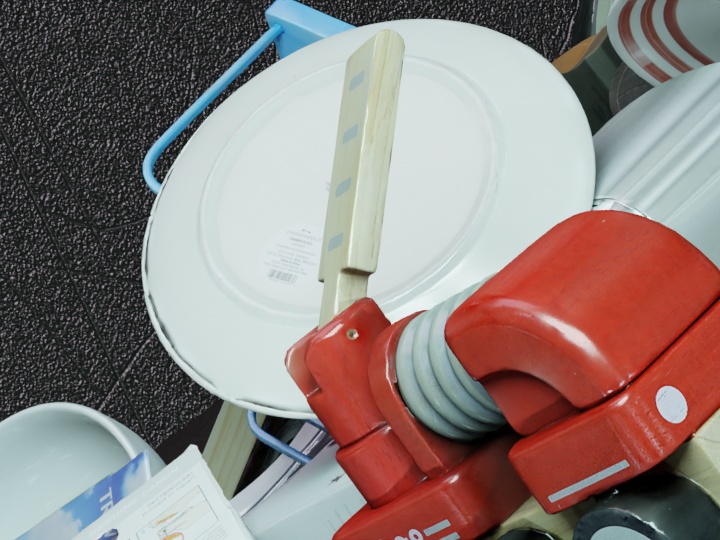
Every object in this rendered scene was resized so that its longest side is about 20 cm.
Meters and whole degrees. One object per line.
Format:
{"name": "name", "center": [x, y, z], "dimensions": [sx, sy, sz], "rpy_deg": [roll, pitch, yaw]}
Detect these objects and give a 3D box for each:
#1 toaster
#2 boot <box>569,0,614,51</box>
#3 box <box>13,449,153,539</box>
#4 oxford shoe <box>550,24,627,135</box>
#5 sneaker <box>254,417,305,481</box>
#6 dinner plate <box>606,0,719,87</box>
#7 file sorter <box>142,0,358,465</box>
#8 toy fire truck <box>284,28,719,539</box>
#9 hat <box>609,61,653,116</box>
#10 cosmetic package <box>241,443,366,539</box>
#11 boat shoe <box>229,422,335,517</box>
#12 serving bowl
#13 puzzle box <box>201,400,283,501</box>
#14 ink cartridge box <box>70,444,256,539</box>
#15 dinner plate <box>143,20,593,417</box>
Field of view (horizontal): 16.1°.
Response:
{"name": "toaster", "center": [0.140, -0.011, 1.094], "dimensions": [0.129, 0.114, 0.200], "rpy_deg": [-42, 9, -25]}
{"name": "boot", "center": [0.197, -0.066, 1.480], "dimensions": [0.154, 0.204, 0.073], "rpy_deg": [5, -12, -8]}
{"name": "box", "center": [-0.138, 0.180, 1.148], "dimensions": [0.200, 0.122, 0.048], "rpy_deg": [-35, -38, 31]}
{"name": "oxford shoe", "center": [0.099, -0.070, 1.363], "dimensions": [0.071, 0.071, 0.200], "rpy_deg": [-26, 8, 41]}
{"name": "sneaker", "center": [0.001, 0.074, 1.384], "dimensions": [0.082, 0.075, 0.200], "rpy_deg": [-87, 22, -87]}
{"name": "dinner plate", "center": [0.205, -0.096, 1.079], "dimensions": [0.200, 0.200, 0.024], "rpy_deg": [151, 134, -69]}
{"name": "file sorter", "center": [0.000, 0.000, 1.194], "dimensions": [0.123, 0.139, 0.200], "rpy_deg": [-47, -37, -24]}
{"name": "toy fire truck", "center": [0.043, 0.018, 0.832], "dimensions": [0.129, 0.200, 0.176], "rpy_deg": [-39, 4, -39]}
{"name": "hat", "center": [0.227, -0.080, 1.324], "dimensions": [0.201, 0.081, 0.201], "rpy_deg": [-19, 23, 8]}
{"name": "cosmetic package", "center": [0.022, 0.101, 1.056], "dimensions": [0.101, 0.071, 0.200], "rpy_deg": [-39, 3, -39]}
{"name": "boat shoe", "center": [-0.009, 0.113, 1.272], "dimensions": [0.200, 0.072, 0.068], "rpy_deg": [-40, 40, -22]}
{"name": "serving bowl", "center": [-0.143, 0.168, 1.242], "dimensions": [0.066, 0.200, 0.200], "rpy_deg": [21, -44, -41]}
{"name": "puzzle box", "center": [-0.039, 0.035, 1.383], "dimensions": [0.133, 0.025, 0.200], "rpy_deg": [-55, -12, -75]}
{"name": "ink cartridge box", "center": [-0.096, 0.167, 1.010], "dimensions": [0.161, 0.050, 0.200], "rpy_deg": [-37, 22, -2]}
{"name": "dinner plate", "center": [-0.002, -0.030, 1.056], "dimensions": [0.200, 0.200, 0.024], "rpy_deg": [-36, -40, -2]}
